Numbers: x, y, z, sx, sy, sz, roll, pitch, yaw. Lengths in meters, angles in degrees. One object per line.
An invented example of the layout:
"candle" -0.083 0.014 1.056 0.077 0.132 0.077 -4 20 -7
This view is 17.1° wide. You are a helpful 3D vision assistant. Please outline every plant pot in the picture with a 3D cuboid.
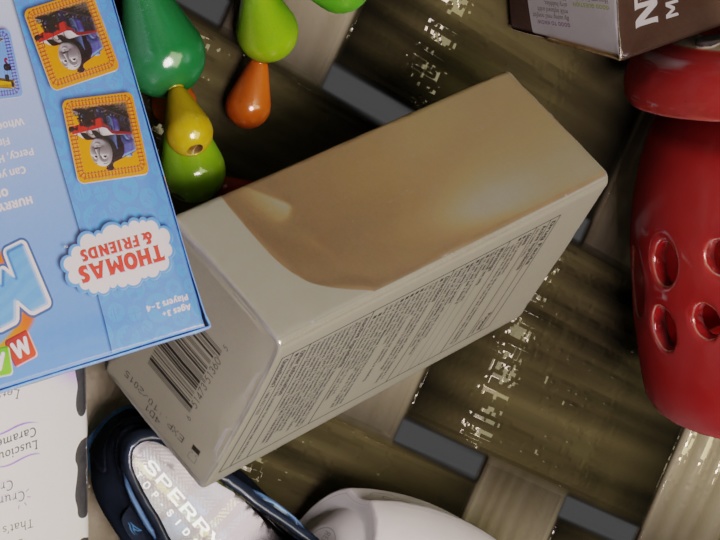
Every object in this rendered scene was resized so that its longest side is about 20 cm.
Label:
"plant pot" 0.223 -0.036 1.129 0.200 0.200 0.184 -19 108 -33

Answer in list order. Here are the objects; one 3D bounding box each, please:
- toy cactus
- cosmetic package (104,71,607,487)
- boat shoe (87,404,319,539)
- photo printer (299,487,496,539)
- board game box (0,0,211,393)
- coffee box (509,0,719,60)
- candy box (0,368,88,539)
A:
"toy cactus" -0.063 -0.126 0.947 0.164 0.102 0.201 15 103 -31
"cosmetic package" 0.000 0.000 0.996 0.200 0.071 0.105 -26 156 -41
"boat shoe" -0.042 0.142 1.003 0.200 0.069 0.084 40 81 -9
"photo printer" 0.005 0.207 1.110 0.166 0.069 0.201 36 81 -39
"board game box" -0.148 -0.054 0.845 0.151 0.037 0.201 -17 90 -36
"coffee box" 0.124 -0.208 1.067 0.114 0.080 0.201 -19 115 -33
"candy box" -0.190 0.049 0.903 0.167 0.071 0.201 -11 110 -36
